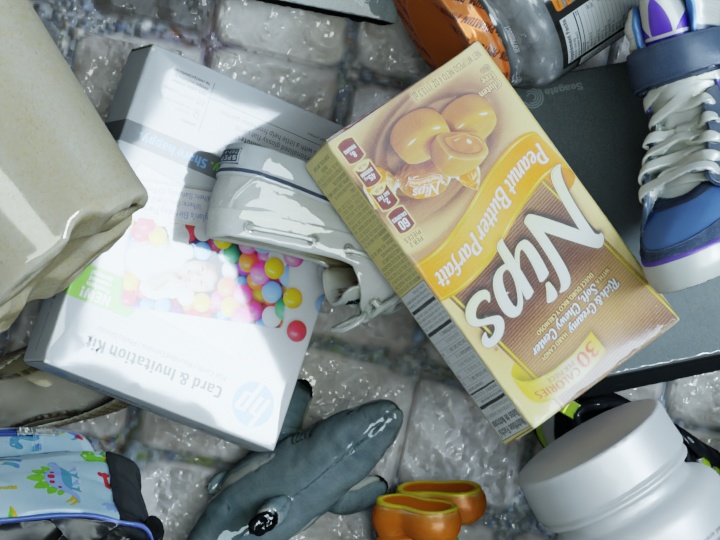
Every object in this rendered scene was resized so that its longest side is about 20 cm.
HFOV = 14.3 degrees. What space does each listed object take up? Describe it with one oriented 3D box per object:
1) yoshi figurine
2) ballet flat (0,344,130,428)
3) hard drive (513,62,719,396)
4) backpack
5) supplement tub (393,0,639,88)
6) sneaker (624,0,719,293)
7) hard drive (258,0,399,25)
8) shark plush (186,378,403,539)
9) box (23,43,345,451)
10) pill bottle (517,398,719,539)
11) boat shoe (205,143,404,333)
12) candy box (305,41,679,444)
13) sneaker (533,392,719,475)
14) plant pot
[{"bbox_3d":[0.055,0.234,1.734,0.112,0.112,0.200,-2,99,-23],"label":"yoshi figurine"},{"bbox_3d":[-0.186,0.066,1.696,0.200,0.046,0.067,-20,98,-13],"label":"ballet flat"},{"bbox_3d":[0.170,-0.031,1.735,0.139,0.033,0.200,-11,67,-13],"label":"hard drive"},{"bbox_3d":[-0.227,0.183,1.627,0.200,0.147,0.183,2,116,-17],"label":"backpack"},{"bbox_3d":[0.125,-0.191,1.716,0.200,0.123,0.123,-33,100,-14],"label":"supplement tub"},{"bbox_3d":[0.181,-0.090,1.635,0.081,0.200,0.147,-19,109,31],"label":"sneaker"},{"bbox_3d":[-0.030,-0.258,1.726,0.139,0.033,0.200,10,91,-14],"label":"hard drive"},{"bbox_3d":[-0.064,0.137,1.710,0.200,0.083,0.091,-27,99,-11],"label":"shark plush"},{"bbox_3d":[-0.094,-0.013,1.693,0.156,0.041,0.200,23,79,-22],"label":"box"},{"bbox_3d":[0.180,0.182,1.651,0.113,0.113,0.200,-31,98,-10],"label":"pill bottle"},{"bbox_3d":[0.001,-0.001,1.675,0.202,0.075,0.086,22,77,-21],"label":"boat shoe"},{"bbox_3d":[0.075,-0.016,1.634,0.115,0.055,0.200,-35,87,-20],"label":"candy box"},{"bbox_3d":[0.192,0.134,1.773,0.200,0.083,0.072,29,86,-13],"label":"sneaker"},{"bbox_3d":[-0.223,-0.068,1.582,0.200,0.200,0.184,-39,86,-9],"label":"plant pot"}]
